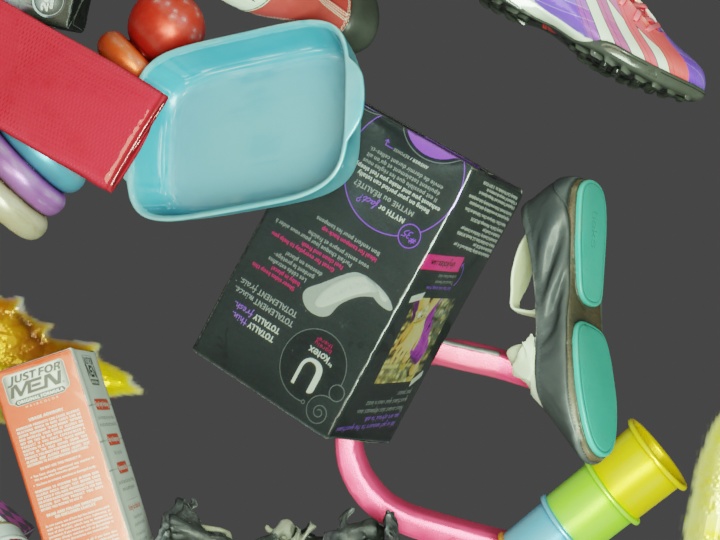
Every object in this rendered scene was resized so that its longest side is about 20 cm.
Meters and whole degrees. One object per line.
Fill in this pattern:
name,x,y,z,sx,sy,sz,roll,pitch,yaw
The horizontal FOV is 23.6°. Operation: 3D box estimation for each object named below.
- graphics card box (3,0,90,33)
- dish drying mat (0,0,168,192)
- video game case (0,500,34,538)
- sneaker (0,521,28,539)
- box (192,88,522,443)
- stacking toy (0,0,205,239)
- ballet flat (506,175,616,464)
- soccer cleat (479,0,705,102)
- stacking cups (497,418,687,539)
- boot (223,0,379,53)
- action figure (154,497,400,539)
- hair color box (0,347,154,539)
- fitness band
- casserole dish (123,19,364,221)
graphics card box,-0.280,-0.248,1.203,0.199,0.051,0.126,14,94,3
dish drying mat,-0.230,-0.132,1.157,0.200,0.018,0.077,30,84,10
video game case,-0.368,0.196,1.242,0.200,0.036,0.181,39,94,2
sneaker,-0.260,0.287,1.187,0.112,0.071,0.201,40,115,42
box,0.000,0.000,1.151,0.122,0.106,0.201,32,96,24
stacking toy,-0.189,-0.119,1.192,0.085,0.085,0.200,44,91,1
ballet flat,0.133,0.035,1.159,0.073,0.073,0.201,-1,72,5
soccer cleat,0.155,-0.183,1.165,0.200,0.068,0.073,31,91,5
stacking cups,0.126,0.184,1.166,0.200,0.061,0.061,-41,90,13
boot,-0.068,-0.225,1.180,0.072,0.144,0.200,-49,51,19
action figure,-0.038,0.215,1.179,0.199,0.119,0.102,7,50,9
hair color box,-0.187,0.157,1.182,0.061,0.102,0.201,-17,85,-1
fitness band,0.081,0.125,1.205,0.199,0.037,0.144,15,97,4
casserole dish,-0.073,-0.093,1.125,0.199,0.039,0.122,-8,74,31
